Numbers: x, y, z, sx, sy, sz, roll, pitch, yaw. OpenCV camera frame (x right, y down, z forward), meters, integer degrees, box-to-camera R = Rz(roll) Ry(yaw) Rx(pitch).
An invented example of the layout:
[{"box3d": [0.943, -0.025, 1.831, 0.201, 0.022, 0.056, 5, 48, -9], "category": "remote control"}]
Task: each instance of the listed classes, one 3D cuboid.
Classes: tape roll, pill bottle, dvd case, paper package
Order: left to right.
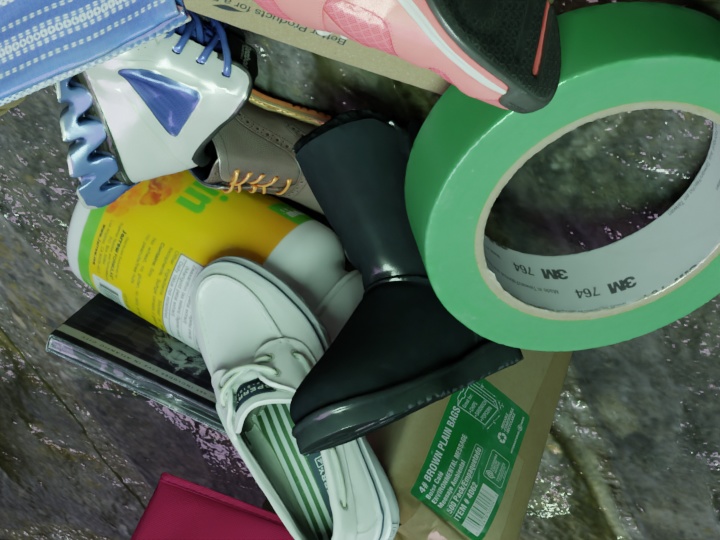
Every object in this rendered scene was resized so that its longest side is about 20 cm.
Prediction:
[{"box3d": [-0.108, 0.046, 0.991, 0.148, 0.200, 0.016, 25, 110, 4], "category": "dvd case"}, {"box3d": [-0.080, 0.002, 0.944, 0.199, 0.111, 0.111, 29, 146, 16], "category": "pill bottle"}, {"box3d": [0.034, 0.113, 0.964, 0.103, 0.200, 0.190, 35, 143, -15], "category": "paper package"}, {"box3d": [0.124, -0.042, 0.755, 0.199, 0.048, 0.201, -9, 136, -9], "category": "tape roll"}]

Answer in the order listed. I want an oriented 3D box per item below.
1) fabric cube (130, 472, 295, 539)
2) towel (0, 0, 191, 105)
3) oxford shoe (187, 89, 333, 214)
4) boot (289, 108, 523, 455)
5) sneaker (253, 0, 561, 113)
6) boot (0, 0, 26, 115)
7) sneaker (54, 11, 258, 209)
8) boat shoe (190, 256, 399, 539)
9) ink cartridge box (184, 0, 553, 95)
[{"box3d": [-0.070, 0.279, 0.894, 0.195, 0.200, 0.200, 19, 146, 9], "category": "fabric cube"}, {"box3d": [-0.162, -0.178, 0.642, 0.144, 0.024, 0.201, -19, 84, 20], "category": "towel"}, {"box3d": [-0.062, -0.067, 0.907, 0.199, 0.073, 0.071, 30, 144, -5], "category": "oxford shoe"}, {"box3d": [0.000, 0.000, 0.811, 0.076, 0.200, 0.169, -29, 84, 36], "category": "boot"}, {"box3d": [0.002, -0.132, 0.642, 0.200, 0.074, 0.087, 32, 151, -23], "category": "sneaker"}, {"box3d": [-0.193, -0.192, 0.705, 0.166, 0.072, 0.201, 33, 105, 19], "category": "boot"}, {"box3d": [-0.118, -0.133, 0.810, 0.115, 0.081, 0.200, -10, 126, -3], "category": "sneaker"}, {"box3d": [-0.045, 0.072, 0.826, 0.074, 0.067, 0.200, -42, 68, 17], "category": "boat shoe"}, {"box3d": [0.002, -0.177, 0.689, 0.199, 0.075, 0.165, 16, 148, -15], "category": "ink cartridge box"}]
